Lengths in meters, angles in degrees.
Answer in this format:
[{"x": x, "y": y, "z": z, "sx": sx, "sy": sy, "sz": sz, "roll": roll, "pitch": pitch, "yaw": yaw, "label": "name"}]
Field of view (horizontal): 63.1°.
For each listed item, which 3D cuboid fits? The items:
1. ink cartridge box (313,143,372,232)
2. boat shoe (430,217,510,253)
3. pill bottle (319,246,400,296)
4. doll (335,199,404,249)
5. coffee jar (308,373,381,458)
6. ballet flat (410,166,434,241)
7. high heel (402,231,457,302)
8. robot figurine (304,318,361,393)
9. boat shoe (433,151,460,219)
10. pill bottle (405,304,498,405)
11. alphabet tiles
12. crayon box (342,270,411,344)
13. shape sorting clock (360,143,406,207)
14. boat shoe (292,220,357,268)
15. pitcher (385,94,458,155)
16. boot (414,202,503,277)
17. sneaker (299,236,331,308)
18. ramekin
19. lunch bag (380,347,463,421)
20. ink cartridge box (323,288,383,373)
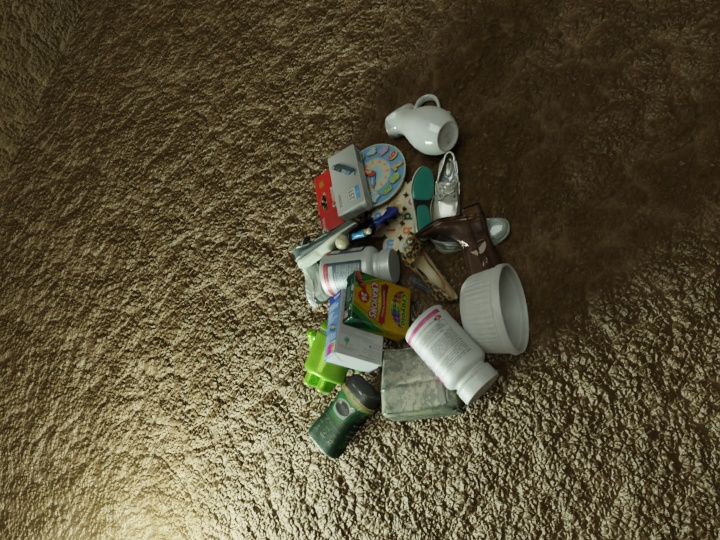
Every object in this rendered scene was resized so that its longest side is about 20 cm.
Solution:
[{"x": -0.063, "y": -0.229, "z": 1.654, "sx": 0.173, "sy": 0.044, "sz": 0.205, "roll": -26, "pitch": 58, "yaw": 24, "label": "ink cartridge box"}, {"x": 0.276, "y": -0.091, "z": 1.477, "sx": 0.197, "sy": 0.065, "sz": 0.077, "roll": -9, "pitch": 72, "yaw": 23, "label": "boat shoe"}, {"x": 0.000, "y": 0.000, "z": 1.557, "sx": 0.195, "sy": 0.119, "sz": 0.123, "roll": -6, "pitch": 73, "yaw": 24, "label": "pill bottle"}, {"x": 0.020, "y": -0.115, "z": 1.565, "sx": 0.197, "sy": 0.136, "sz": 0.049, "roll": -34, "pitch": 97, "yaw": -7, "label": "doll"}, {"x": -0.037, "y": 0.368, "z": 1.491, "sx": 0.104, "sy": 0.085, "sz": 0.201, "roll": 41, "pitch": 96, "yaw": 32, "label": "coffee jar"}, {"x": 0.157, "y": -0.171, "z": 1.544, "sx": 0.068, "sy": 0.069, "sz": 0.206, "roll": -7, "pitch": 72, "yaw": 24, "label": "ballet flat"}, {"x": 0.176, "y": -0.008, "z": 1.438, "sx": 0.141, "sy": 0.202, "sz": 0.072, "roll": 26, "pitch": 60, "yaw": 32, "label": "high heel"}, {"x": -0.074, "y": 0.215, "z": 1.534, "sx": 0.172, "sy": 0.115, "sz": 0.205, "roll": 20, "pitch": 85, "yaw": 28, "label": "robot figurine"}, {"x": 0.224, "y": -0.211, "z": 1.527, "sx": 0.069, "sy": 0.069, "sz": 0.206, "roll": -1, "pitch": 75, "yaw": 7, "label": "boat shoe"}, {"x": 0.200, "y": 0.184, "z": 1.281, "sx": 0.114, "sy": 0.113, "sz": 0.201, "roll": -45, "pitch": 66, "yaw": 7, "label": "pill bottle"}, {"x": 0.118, "y": -0.147, "z": 1.600, "sx": 0.191, "sy": 0.015, "sz": 0.206, "roll": 2, "pitch": 77, "yaw": 26, "label": "alphabet tiles"}, {"x": 0.056, "y": 0.093, "z": 1.452, "sx": 0.051, "sy": 0.196, "sz": 0.130, "roll": -36, "pitch": 41, "yaw": 51, "label": "crayon box"}, {"x": 0.037, "y": -0.269, "z": 1.651, "sx": 0.195, "sy": 0.039, "sz": 0.206, "roll": -12, "pitch": 65, "yaw": 27, "label": "shape sorting clock"}, {"x": -0.099, "y": -0.086, "z": 1.603, "sx": 0.198, "sy": 0.073, "sz": 0.062, "roll": -35, "pitch": 69, "yaw": 2, "label": "boat shoe"}, {"x": 0.186, "y": -0.404, "z": 1.584, "sx": 0.172, "sy": 0.122, "sz": 0.199, "roll": -46, "pitch": 44, "yaw": -9, "label": "pitcher"}, {"x": 0.247, "y": -0.039, "z": 1.437, "sx": 0.182, "sy": 0.064, "sz": 0.205, "roll": -20, "pitch": 96, "yaw": 18, "label": "boot"}, {"x": -0.126, "y": 0.000, "z": 1.654, "sx": 0.077, "sy": 0.074, "sz": 0.205, "roll": -17, "pitch": 73, "yaw": 8, "label": "sneaker"}, {"x": 0.305, "y": 0.093, "z": 1.342, "sx": 0.103, "sy": 0.199, "sz": 0.206, "roll": -12, "pitch": 70, "yaw": 31, "label": "ramekin"}, {"x": 0.148, "y": 0.261, "z": 1.399, "sx": 0.195, "sy": 0.139, "sz": 0.172, "roll": -12, "pitch": 68, "yaw": 19, "label": "lunch bag"}, {"x": -0.011, "y": 0.137, "z": 1.466, "sx": 0.076, "sy": 0.134, "sz": 0.205, "roll": -35, "pitch": 42, "yaw": 53, "label": "ink cartridge box"}]
